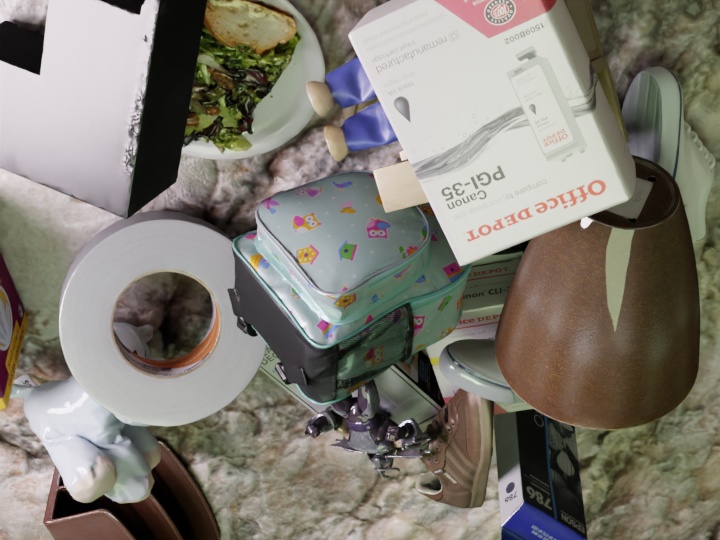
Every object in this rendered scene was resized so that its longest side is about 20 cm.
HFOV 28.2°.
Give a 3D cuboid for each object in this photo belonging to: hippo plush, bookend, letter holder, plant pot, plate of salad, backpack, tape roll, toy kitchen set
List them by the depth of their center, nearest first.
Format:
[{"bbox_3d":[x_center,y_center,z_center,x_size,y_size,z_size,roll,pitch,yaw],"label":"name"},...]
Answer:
[{"bbox_3d":[-0.248,-0.177,1.210,0.200,0.092,0.199,21,121,13],"label":"bookend"},{"bbox_3d":[0.115,-0.166,1.232,0.200,0.163,0.181,-13,99,26],"label":"toy kitchen set"},{"bbox_3d":[0.215,0.004,1.244,0.186,0.187,0.200,1,136,2],"label":"plant pot"},{"bbox_3d":[-0.131,-0.171,1.258,0.200,0.048,0.200,1,133,1],"label":"plate of salad"},{"bbox_3d":[0.000,0.000,1.303,0.200,0.176,0.154,-19,137,-30],"label":"backpack"},{"bbox_3d":[-0.189,0.045,1.379,0.200,0.066,0.201,-2,101,-12],"label":"tape roll"},{"bbox_3d":[-0.258,0.128,1.504,0.200,0.159,0.161,45,109,17],"label":"hippo plush"},{"bbox_3d":[-0.255,0.302,1.663,0.142,0.101,0.200,-12,131,11],"label":"letter holder"}]

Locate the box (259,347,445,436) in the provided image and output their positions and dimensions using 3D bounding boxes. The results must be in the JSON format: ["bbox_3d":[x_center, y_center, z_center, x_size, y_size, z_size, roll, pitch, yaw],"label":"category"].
[{"bbox_3d":[-0.016,0.097,1.489,0.117,0.060,0.200,-29,125,26],"label":"box"}]

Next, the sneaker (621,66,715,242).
[{"bbox_3d":[0.282,-0.102,1.298,0.071,0.073,0.200,-20,133,-13],"label":"sneaker"}]

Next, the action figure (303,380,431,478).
[{"bbox_3d":[-0.004,0.138,1.434,0.130,0.069,0.200,-5,128,24],"label":"action figure"}]

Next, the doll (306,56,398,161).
[{"bbox_3d":[0.062,-0.151,1.141,0.200,0.048,0.137,-22,85,21],"label":"doll"}]

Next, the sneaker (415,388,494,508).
[{"bbox_3d":[0.095,0.178,1.464,0.075,0.071,0.200,2,134,2],"label":"sneaker"}]

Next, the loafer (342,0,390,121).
[{"bbox_3d":[0.043,-0.193,1.209,0.067,0.076,0.200,23,130,-9],"label":"loafer"}]

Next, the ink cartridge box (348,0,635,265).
[{"bbox_3d":[0.102,-0.124,1.068,0.146,0.083,0.200,-22,106,19],"label":"ink cartridge box"}]

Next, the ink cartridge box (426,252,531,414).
[{"bbox_3d":[0.123,0.056,1.440,0.116,0.068,0.200,-11,131,12],"label":"ink cartridge box"}]

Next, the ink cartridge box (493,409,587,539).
[{"bbox_3d":[0.188,0.225,1.501,0.099,0.200,0.039,33,127,-27],"label":"ink cartridge box"}]

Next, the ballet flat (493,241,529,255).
[{"bbox_3d":[0.153,-0.054,1.359,0.200,0.057,0.067,-3,140,14],"label":"ballet flat"}]

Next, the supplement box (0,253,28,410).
[{"bbox_3d":[-0.409,0.028,1.399,0.103,0.131,0.200,-6,133,6],"label":"supplement box"}]

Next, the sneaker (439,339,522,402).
[{"bbox_3d":[0.173,0.081,1.367,0.200,0.073,0.071,6,124,-20],"label":"sneaker"}]
